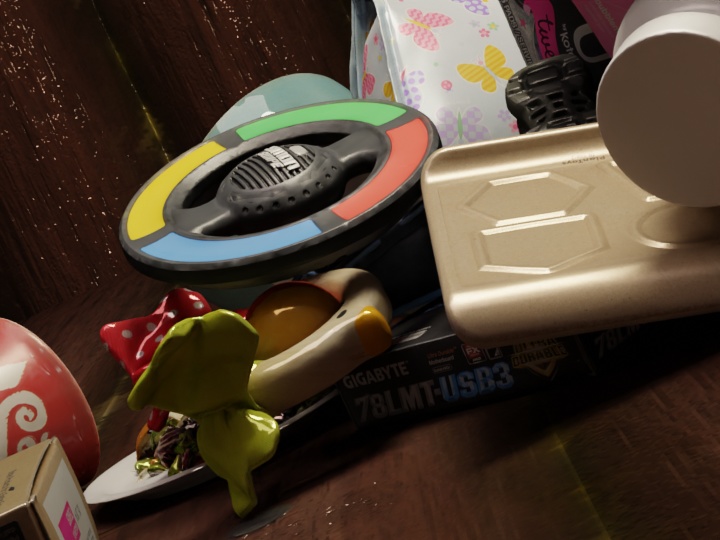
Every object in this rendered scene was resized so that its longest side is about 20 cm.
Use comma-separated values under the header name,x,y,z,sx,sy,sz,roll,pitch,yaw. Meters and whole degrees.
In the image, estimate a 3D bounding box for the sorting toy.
name,x,y,z,sx,sy,sz,roll,pitch,yaw
sorting toy,0.130,-0.022,1.187,0.184,0.037,0.200,-9,27,1

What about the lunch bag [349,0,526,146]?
name,x,y,z,sx,sy,sz,roll,pitch,yaw
lunch bag,0.087,-0.132,1.677,0.169,0.201,0.127,-4,-27,-15

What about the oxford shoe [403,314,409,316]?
name,x,y,z,sx,sy,sz,roll,pitch,yaw
oxford shoe,0.090,-0.012,1.587,0.084,0.073,0.200,15,-28,-25

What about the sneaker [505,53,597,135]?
name,x,y,z,sx,sy,sz,roll,pitch,yaw
sneaker,0.135,-0.067,1.437,0.075,0.079,0.200,-15,27,13

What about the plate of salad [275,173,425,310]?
name,x,y,z,sx,sy,sz,roll,pitch,yaw
plate of salad,0.020,-0.025,1.480,0.199,0.048,0.200,3,-28,1

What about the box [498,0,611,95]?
name,x,y,z,sx,sy,sz,roll,pitch,yaw
box,0.202,-0.140,1.545,0.132,0.201,0.115,-29,9,-34

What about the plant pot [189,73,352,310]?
name,x,y,z,sx,sy,sz,roll,pitch,yaw
plant pot,-0.025,-0.034,1.745,0.200,0.201,0.135,-29,45,-33

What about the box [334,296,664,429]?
name,x,y,z,sx,sy,sz,roll,pitch,yaw
box,0.113,0.018,1.303,0.198,0.050,0.200,-29,7,-41

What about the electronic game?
name,x,y,z,sx,sy,sz,roll,pitch,yaw
electronic game,-0.048,-0.049,1.336,0.199,0.042,0.200,-15,26,8

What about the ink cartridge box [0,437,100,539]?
name,x,y,z,sx,sy,sz,roll,pitch,yaw
ink cartridge box,-0.231,0.170,1.226,0.164,0.075,0.200,-23,6,-1

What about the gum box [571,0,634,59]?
name,x,y,z,sx,sy,sz,roll,pitch,yaw
gum box,0.230,-0.121,1.341,0.113,0.200,0.066,-20,26,40

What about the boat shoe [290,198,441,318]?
name,x,y,z,sx,sy,sz,roll,pitch,yaw
boat shoe,0.000,0.000,1.392,0.200,0.069,0.084,-26,3,24

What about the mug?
name,x,y,z,sx,sy,sz,roll,pitch,yaw
mug,-0.290,0.154,1.523,0.133,0.178,0.200,26,44,32

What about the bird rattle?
name,x,y,z,sx,sy,sz,roll,pitch,yaw
bird rattle,-0.056,0.054,1.290,0.163,0.113,0.200,-26,9,-1

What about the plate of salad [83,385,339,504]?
name,x,y,z,sx,sy,sz,roll,pitch,yaw
plate of salad,-0.092,0.094,1.444,0.199,0.048,0.200,-24,6,3

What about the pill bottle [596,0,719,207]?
name,x,y,z,sx,sy,sz,roll,pitch,yaw
pill bottle,0.197,-0.117,1.166,0.116,0.116,0.200,-20,17,34
